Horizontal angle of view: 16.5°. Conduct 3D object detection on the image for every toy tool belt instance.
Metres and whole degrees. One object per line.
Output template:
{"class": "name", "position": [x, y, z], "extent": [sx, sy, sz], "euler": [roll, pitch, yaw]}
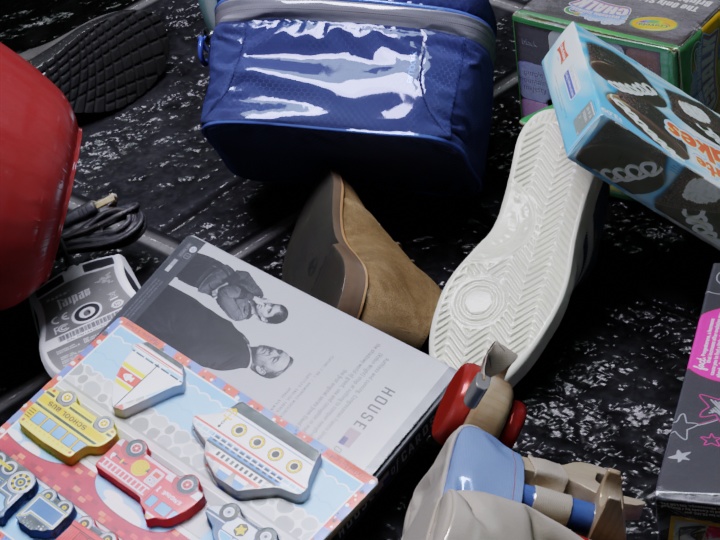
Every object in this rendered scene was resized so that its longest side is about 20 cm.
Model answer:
{"class": "toy tool belt", "position": [0.085, 0.140, 1.246], "extent": [0.122, 0.125, 0.201], "euler": [25, 38, -7]}

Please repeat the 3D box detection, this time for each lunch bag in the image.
{"class": "lunch bag", "position": [-0.011, -0.132, 1.597], "extent": [0.198, 0.136, 0.133], "euler": [6, 76, 10]}

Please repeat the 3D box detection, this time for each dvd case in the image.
{"class": "dvd case", "position": [-0.064, 0.073, 1.386], "extent": [0.199, 0.025, 0.150], "euler": [27, 60, 28]}

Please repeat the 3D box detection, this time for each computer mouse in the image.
{"class": "computer mouse", "position": [-0.168, 0.026, 1.522], "extent": [0.109, 0.044, 0.200], "euler": [-22, 34, -2]}

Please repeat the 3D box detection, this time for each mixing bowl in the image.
{"class": "mixing bowl", "position": [-0.229, -0.050, 1.484], "extent": [0.108, 0.201, 0.201], "euler": [14, 31, -10]}

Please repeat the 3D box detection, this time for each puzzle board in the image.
{"class": "puzzle board", "position": [-0.112, 0.115, 1.333], "extent": [0.199, 0.017, 0.151], "euler": [30, 63, 30]}

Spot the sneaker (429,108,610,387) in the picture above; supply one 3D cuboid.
{"class": "sneaker", "position": [0.103, 0.005, 1.480], "extent": [0.075, 0.085, 0.201], "euler": [18, 64, 21]}

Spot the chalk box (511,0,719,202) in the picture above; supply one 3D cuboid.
{"class": "chalk box", "position": [0.180, -0.124, 1.606], "extent": [0.124, 0.125, 0.200], "euler": [17, 41, 32]}

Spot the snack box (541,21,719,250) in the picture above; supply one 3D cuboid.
{"class": "snack box", "position": [0.201, -0.060, 1.468], "extent": [0.199, 0.037, 0.116], "euler": [29, 26, -21]}

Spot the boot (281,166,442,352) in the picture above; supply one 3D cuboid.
{"class": "boot", "position": [0.000, 0.000, 1.526], "extent": [0.075, 0.074, 0.200], "euler": [18, 21, -17]}

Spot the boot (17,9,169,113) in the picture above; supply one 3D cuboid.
{"class": "boot", "position": [-0.247, -0.146, 1.791], "extent": [0.199, 0.070, 0.131], "euler": [-28, 32, -35]}

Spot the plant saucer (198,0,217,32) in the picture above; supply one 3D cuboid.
{"class": "plant saucer", "position": [-0.019, -0.187, 1.671], "extent": [0.199, 0.201, 0.027], "euler": [1, 28, 14]}

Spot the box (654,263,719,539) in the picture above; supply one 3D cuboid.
{"class": "box", "position": [0.229, 0.100, 1.253], "extent": [0.131, 0.115, 0.200], "euler": [4, 35, 16]}
